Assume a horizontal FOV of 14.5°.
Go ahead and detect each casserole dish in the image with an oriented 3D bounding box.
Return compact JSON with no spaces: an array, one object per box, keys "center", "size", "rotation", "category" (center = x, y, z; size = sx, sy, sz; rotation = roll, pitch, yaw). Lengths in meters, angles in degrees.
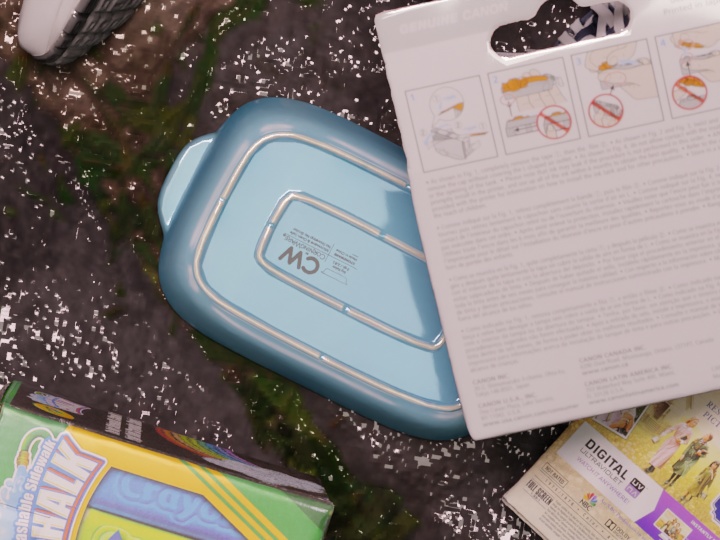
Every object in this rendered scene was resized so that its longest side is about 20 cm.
[{"center":[0.000,0.000,1.310],"size":[0.200,0.039,0.121],"rotation":[27,89,-4],"category":"casserole dish"}]

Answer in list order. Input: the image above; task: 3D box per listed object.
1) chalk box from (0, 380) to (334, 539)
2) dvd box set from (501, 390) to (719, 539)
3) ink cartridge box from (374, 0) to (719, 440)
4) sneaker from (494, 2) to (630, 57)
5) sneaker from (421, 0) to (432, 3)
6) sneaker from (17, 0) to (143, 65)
[{"center":[-0.126,0.126,1.262],"size":[0.200,0.125,0.124],"rotation":[17,90,-4],"category":"chalk box"},{"center":[0.180,0.078,1.290],"size":[0.200,0.029,0.146],"rotation":[-48,55,-2],"category":"dvd box set"},{"center":[0.104,-0.037,1.245],"size":[0.160,0.047,0.200],"rotation":[-12,104,7],"category":"ink cartridge box"},{"center":[0.108,-0.100,1.261],"size":[0.108,0.070,0.200],"rotation":[13,122,-12],"category":"sneaker"},{"center":[0.026,-0.157,1.291],"size":[0.200,0.074,0.079],"rotation":[1,97,-5],"category":"sneaker"},{"center":[-0.121,-0.192,1.283],"size":[0.087,0.075,0.200],"rotation":[20,96,13],"category":"sneaker"}]
